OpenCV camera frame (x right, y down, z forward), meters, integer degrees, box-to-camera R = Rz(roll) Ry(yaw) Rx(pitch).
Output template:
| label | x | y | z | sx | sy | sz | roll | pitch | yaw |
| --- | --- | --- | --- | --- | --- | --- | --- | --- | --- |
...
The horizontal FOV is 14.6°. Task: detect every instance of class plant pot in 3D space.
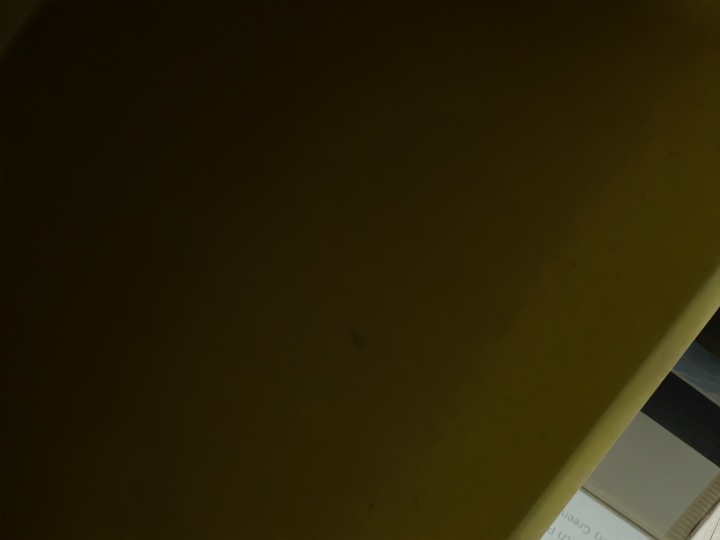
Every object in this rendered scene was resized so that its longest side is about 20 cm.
| label | x | y | z | sx | sy | sz | roll | pitch | yaw |
| --- | --- | --- | --- | --- | --- | --- | --- | --- | --- |
| plant pot | -0.080 | -0.035 | 0.435 | 0.200 | 0.200 | 0.176 | 32 | -172 | -34 |

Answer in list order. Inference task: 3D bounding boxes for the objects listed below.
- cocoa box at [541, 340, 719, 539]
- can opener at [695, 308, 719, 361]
| label | x | y | z | sx | sy | sz | roll | pitch | yaw |
| --- | --- | --- | --- | --- | --- | --- | --- | --- | --- |
| cocoa box | 0.004 | 0.034 | 0.736 | 0.200 | 0.133 | 0.131 | 34 | -144 | 14 |
| can opener | 0.131 | 0.023 | 0.612 | 0.053 | 0.067 | 0.200 | 11 | -168 | -25 |
